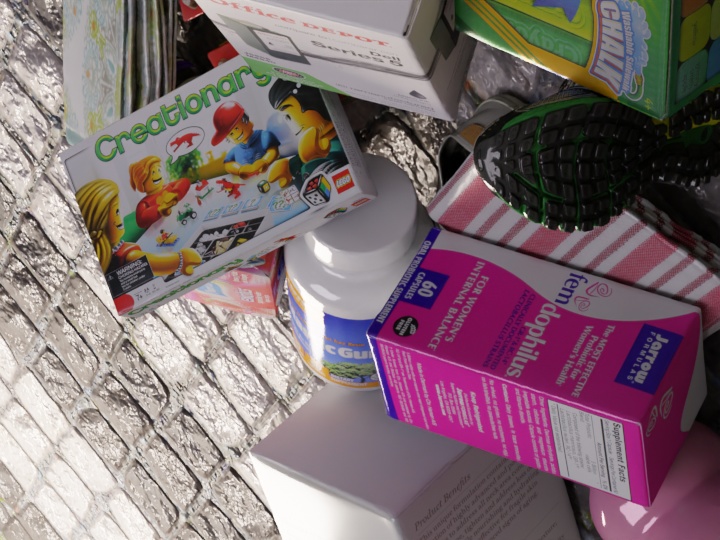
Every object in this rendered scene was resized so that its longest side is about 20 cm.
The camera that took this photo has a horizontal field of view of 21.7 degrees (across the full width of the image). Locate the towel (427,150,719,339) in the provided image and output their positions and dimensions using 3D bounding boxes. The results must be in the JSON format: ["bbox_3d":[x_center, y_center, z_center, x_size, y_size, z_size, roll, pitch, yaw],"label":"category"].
[{"bbox_3d":[0.149,-0.017,1.232,0.200,0.030,0.146,36,149,-4],"label":"towel"}]

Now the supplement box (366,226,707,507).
[{"bbox_3d":[0.118,0.062,1.245,0.199,0.101,0.104,18,147,24],"label":"supplement box"}]

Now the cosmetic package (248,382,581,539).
[{"bbox_3d":[0.050,0.189,1.460,0.166,0.167,0.201,17,136,44],"label":"cosmetic package"}]

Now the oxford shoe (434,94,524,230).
[{"bbox_3d":[0.077,-0.041,1.328,0.075,0.058,0.200,39,146,20],"label":"oxford shoe"}]

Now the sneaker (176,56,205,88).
[{"bbox_3d":[-0.156,-0.100,1.573,0.099,0.069,0.201,40,142,34],"label":"sneaker"}]

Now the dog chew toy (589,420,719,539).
[{"bbox_3d":[0.214,0.159,1.282,0.200,0.124,0.125,48,148,24],"label":"dog chew toy"}]

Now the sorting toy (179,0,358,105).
[{"bbox_3d":[-0.059,-0.202,1.343,0.200,0.070,0.199,-14,108,56],"label":"sorting toy"}]

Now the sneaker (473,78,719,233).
[{"bbox_3d":[0.133,-0.076,1.093,0.085,0.199,0.078,27,118,39],"label":"sneaker"}]

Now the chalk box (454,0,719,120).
[{"bbox_3d":[0.161,-0.175,1.031,0.200,0.124,0.125,29,140,35],"label":"chalk box"}]

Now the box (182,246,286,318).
[{"bbox_3d":[-0.100,-0.034,1.425,0.094,0.103,0.200,12,171,1],"label":"box"}]

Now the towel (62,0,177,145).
[{"bbox_3d":[-0.193,-0.172,1.485,0.200,0.048,0.172,-151,62,-62],"label":"towel"}]

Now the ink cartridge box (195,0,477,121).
[{"bbox_3d":[-0.012,-0.168,1.146,0.145,0.084,0.200,15,174,13],"label":"ink cartridge box"}]

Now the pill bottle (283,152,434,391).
[{"bbox_3d":[0.000,0.000,1.373,0.112,0.112,0.200,41,161,20],"label":"pill bottle"}]

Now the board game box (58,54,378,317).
[{"bbox_3d":[-0.100,-0.066,1.286,0.199,0.035,0.127,-27,77,18],"label":"board game box"}]
